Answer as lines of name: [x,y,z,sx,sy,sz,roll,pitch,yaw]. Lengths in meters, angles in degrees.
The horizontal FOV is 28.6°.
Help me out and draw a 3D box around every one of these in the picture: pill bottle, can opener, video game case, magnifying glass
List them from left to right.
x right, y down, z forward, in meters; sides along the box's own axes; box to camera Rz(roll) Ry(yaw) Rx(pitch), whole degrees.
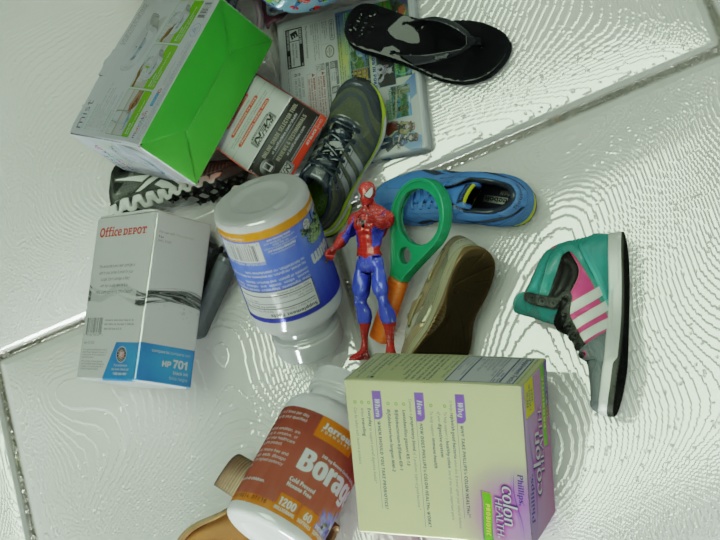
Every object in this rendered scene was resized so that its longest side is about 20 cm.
can opener: [-0.166,-0.011,1.712,0.053,0.066,0.201,32,102,26]
pill bottle: [-0.084,0.002,1.596,0.111,0.201,0.112,-14,31,8]
pill bottle: [-0.055,0.210,1.565,0.112,0.112,0.201,17,63,24]
video game case: [-0.010,-0.223,1.701,0.181,0.022,0.201,-10,76,21]
magnifying glass: [0.051,-0.010,1.600,0.079,0.022,0.201,35,114,37]

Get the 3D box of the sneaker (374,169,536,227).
sneaker: [0.098,-0.086,1.601,0.199,0.078,0.066,4,84,25]

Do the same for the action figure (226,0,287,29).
action figure: [-0.110,-0.395,1.751,0.133,0.149,0.201,10,62,-15]

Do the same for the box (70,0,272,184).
box: [-0.228,-0.218,1.675,0.176,0.097,0.201,12,72,51]

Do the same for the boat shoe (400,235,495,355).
boat shoe: [0.086,0.058,1.591,0.065,0.072,0.201,41,112,59]

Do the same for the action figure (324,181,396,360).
action figure: [0.000,0.000,1.569,0.065,0.099,0.202,-2,88,27]

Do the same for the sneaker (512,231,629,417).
sneaker: [0.224,0.056,1.516,0.120,0.084,0.201,-1,72,17]

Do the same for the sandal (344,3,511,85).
sandal: [0.075,-0.265,1.642,0.199,0.043,0.077,11,80,11]

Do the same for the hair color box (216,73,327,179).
hair color box: [-0.130,-0.179,1.676,0.102,0.061,0.200,-58,37,5]

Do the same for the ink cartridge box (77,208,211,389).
ink cartridge box: [-0.261,0.037,1.695,0.146,0.086,0.201,-3,76,52]

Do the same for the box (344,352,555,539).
box: [0.097,0.187,1.508,0.199,0.097,0.177,0,104,24]

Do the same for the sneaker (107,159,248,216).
sneaker: [-0.233,-0.121,1.751,0.199,0.066,0.091,-15,77,22]

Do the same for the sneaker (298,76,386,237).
sneaker: [-0.028,-0.126,1.635,0.074,0.081,0.201,22,107,14]

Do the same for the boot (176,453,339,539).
boot: [-0.126,0.331,1.629,0.155,0.077,0.201,31,86,20]

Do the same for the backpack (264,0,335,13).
backpack: [-0.047,-0.402,1.632,0.199,0.135,0.183,-25,85,-21]
